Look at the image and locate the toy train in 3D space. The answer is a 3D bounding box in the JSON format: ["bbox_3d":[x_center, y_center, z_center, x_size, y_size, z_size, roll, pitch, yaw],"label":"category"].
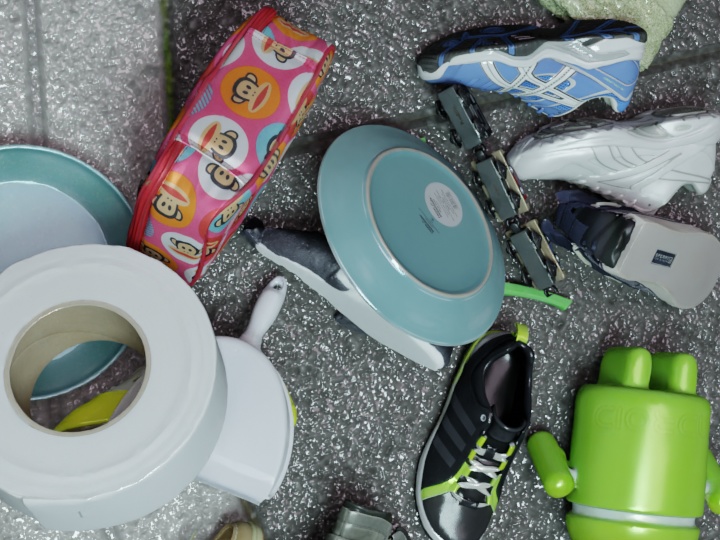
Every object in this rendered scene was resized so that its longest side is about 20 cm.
[{"bbox_3d":[0.120,-0.069,1.260,0.034,0.046,0.200,-24,99,22],"label":"toy train"}]

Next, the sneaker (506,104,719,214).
[{"bbox_3d":[0.226,-0.086,1.298,0.200,0.078,0.099,-7,105,-9],"label":"sneaker"}]

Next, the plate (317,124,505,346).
[{"bbox_3d":[0.050,-0.035,1.198,0.200,0.026,0.200,23,50,-31],"label":"plate"}]

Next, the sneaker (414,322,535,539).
[{"bbox_3d":[0.099,0.139,1.241,0.072,0.083,0.200,15,83,-15],"label":"sneaker"}]

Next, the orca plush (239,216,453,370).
[{"bbox_3d":[0.000,0.000,1.221,0.200,0.105,0.071,28,68,9],"label":"orca plush"}]

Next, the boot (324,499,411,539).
[{"bbox_3d":[-0.033,0.236,1.166,0.068,0.200,0.131,19,79,29],"label":"boot"}]

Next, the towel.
[{"bbox_3d":[0.212,-0.286,1.322,0.200,0.036,0.148,37,79,-12],"label":"towel"}]

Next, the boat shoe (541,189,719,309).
[{"bbox_3d":[0.238,-0.025,1.289,0.200,0.093,0.075,21,98,-53],"label":"boat shoe"}]

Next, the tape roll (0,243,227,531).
[{"bbox_3d":[-0.199,0.084,1.079,0.202,0.071,0.203,-1,64,2],"label":"tape roll"}]

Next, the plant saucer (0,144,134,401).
[{"bbox_3d":[-0.267,0.002,1.164,0.200,0.036,0.200,1,88,-16],"label":"plant saucer"}]

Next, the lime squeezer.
[{"bbox_3d":[0.099,-0.022,1.274,0.071,0.038,0.200,-45,99,-14],"label":"lime squeezer"}]

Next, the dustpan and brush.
[{"bbox_3d":[-0.099,0.079,1.158,0.139,0.057,0.200,21,65,5],"label":"dustpan and brush"}]

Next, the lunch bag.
[{"bbox_3d":[-0.102,-0.089,1.149,0.082,0.176,0.200,31,64,0],"label":"lunch bag"}]

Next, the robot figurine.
[{"bbox_3d":[0.236,0.167,1.264,0.175,0.116,0.200,7,85,-15],"label":"robot figurine"}]

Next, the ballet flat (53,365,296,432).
[{"bbox_3d":[-0.149,0.108,1.186,0.200,0.067,0.067,0,66,-19],"label":"ballet flat"}]

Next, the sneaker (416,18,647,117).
[{"bbox_3d":[0.148,-0.169,1.276,0.200,0.076,0.077,-2,115,-4],"label":"sneaker"}]

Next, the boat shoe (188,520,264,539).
[{"bbox_3d":[-0.150,0.275,1.165,0.063,0.073,0.200,39,78,-14],"label":"boat shoe"}]
